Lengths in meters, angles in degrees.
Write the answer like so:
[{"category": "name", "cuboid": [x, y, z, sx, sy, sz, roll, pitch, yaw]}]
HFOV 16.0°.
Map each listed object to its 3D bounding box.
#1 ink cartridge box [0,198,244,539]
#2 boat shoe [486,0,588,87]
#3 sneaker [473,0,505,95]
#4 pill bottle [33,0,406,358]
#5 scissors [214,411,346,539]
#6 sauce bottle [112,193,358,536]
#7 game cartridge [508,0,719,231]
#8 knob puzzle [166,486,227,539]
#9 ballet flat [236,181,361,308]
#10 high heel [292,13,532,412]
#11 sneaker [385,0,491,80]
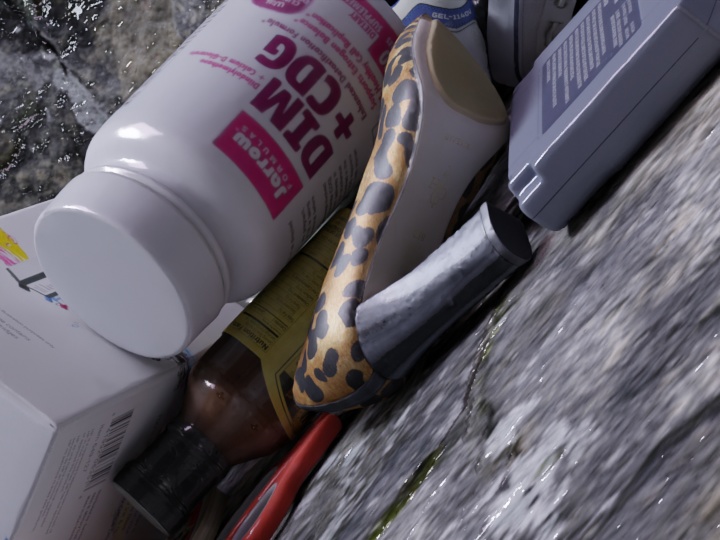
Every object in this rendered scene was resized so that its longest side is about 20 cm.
[{"category": "ink cartridge box", "cuboid": [-0.175, 0.072, 1.306, 0.200, 0.144, 0.148, -24, -37, -60]}, {"category": "boat shoe", "cuboid": [0.108, -0.146, 1.348, 0.200, 0.070, 0.071, 80, -154, -69]}, {"category": "sneaker", "cuboid": [0.076, -0.132, 1.502, 0.200, 0.076, 0.088, -54, 15, 30]}, {"category": "pill bottle", "cuboid": [-0.065, -0.056, 1.269, 0.200, 0.113, 0.113, -50, 6, -33]}, {"category": "scissors", "cuboid": [-0.014, 0.069, 1.251, 0.200, 0.014, 0.073, -55, 7, -14]}, {"category": "sauce bottle", "cuboid": [-0.041, 0.047, 1.271, 0.200, 0.065, 0.065, -47, 8, -9]}, {"category": "game cartridge", "cuboid": [0.123, -0.099, 1.178, 0.133, 0.041, 0.200, -52, 8, 17]}, {"category": "knob puzzle", "cuboid": [-0.133, 0.185, 1.291, 0.220, 0.030, 0.220, -53, 4, 6]}, {"category": "ballet flat", "cuboid": [0.000, 0.000, 1.353, 0.200, 0.067, 0.064, -41, 41, 23]}, {"category": "high heel", "cuboid": [0.007, -0.030, 1.226, 0.143, 0.071, 0.200, -41, 35, 25]}, {"category": "sneaker", "cuboid": [0.019, -0.133, 1.419, 0.075, 0.088, 0.200, -10, 13, -24]}]
